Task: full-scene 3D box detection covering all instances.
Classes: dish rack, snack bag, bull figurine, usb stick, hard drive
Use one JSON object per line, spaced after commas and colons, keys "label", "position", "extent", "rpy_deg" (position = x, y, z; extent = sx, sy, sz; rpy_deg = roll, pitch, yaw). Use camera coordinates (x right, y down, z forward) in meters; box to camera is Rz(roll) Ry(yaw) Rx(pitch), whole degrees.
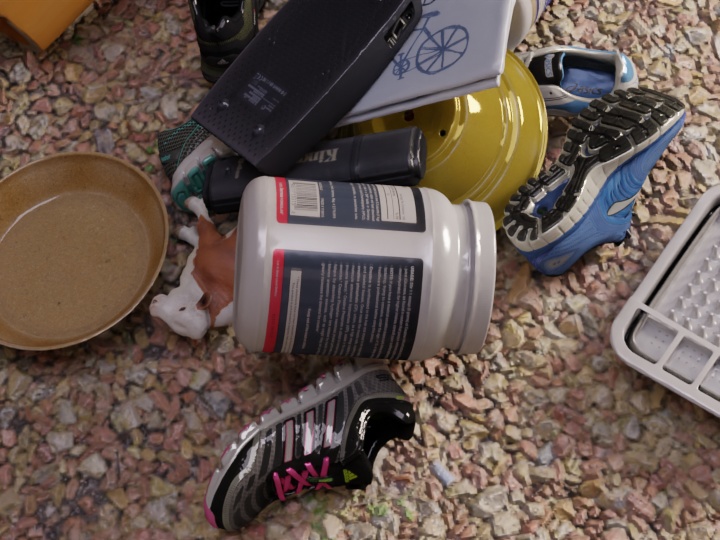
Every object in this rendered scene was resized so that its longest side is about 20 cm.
{"label": "dish rack", "position": [0.320, 0.038, 1.509], "extent": [0.171, 0.044, 0.200], "rpy_deg": [29, 68, 21]}
{"label": "snack bag", "position": [0.054, -0.216, 1.533], "extent": [0.187, 0.021, 0.201], "rpy_deg": [-13, 50, 34]}
{"label": "bull figurine", "position": [-0.099, -0.019, 1.568], "extent": [0.199, 0.065, 0.122], "rpy_deg": [-26, 60, -9]}
{"label": "usb stick", "position": [-0.038, -0.083, 1.521], "extent": [0.198, 0.033, 0.056], "rpy_deg": [-8, 57, 21]}
{"label": "hard drive", "position": [-0.042, -0.174, 1.532], "extent": [0.200, 0.042, 0.135], "rpy_deg": [-49, 40, -4]}

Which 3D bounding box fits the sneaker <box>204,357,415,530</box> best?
{"label": "sneaker", "position": [-0.034, 0.149, 1.463], "extent": [0.199, 0.074, 0.087], "rpy_deg": [-37, 58, -20]}

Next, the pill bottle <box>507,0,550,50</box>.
{"label": "pill bottle", "position": [0.140, -0.300, 1.663], "extent": [0.119, 0.120, 0.200], "rpy_deg": [24, 53, 17]}

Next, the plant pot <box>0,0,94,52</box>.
{"label": "plant pot", "position": [-0.299, -0.313, 1.692], "extent": [0.199, 0.200, 0.184], "rpy_deg": [29, 83, 20]}

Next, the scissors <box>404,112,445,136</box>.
{"label": "scissors", "position": [0.033, -0.117, 1.638], "extent": [0.199, 0.014, 0.073], "rpy_deg": [-29, 64, -12]}

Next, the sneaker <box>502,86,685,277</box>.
{"label": "sneaker", "position": [0.206, -0.075, 1.558], "extent": [0.200, 0.089, 0.078], "rpy_deg": [-44, 47, -12]}

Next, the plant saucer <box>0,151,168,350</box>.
{"label": "plant saucer", "position": [-0.258, -0.012, 1.589], "extent": [0.198, 0.036, 0.202], "rpy_deg": [-6, 59, 10]}

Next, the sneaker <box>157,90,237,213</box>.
{"label": "sneaker", "position": [-0.101, -0.142, 1.628], "extent": [0.199, 0.078, 0.091], "rpy_deg": [-35, 52, -5]}

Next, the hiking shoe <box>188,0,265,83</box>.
{"label": "hiking shoe", "position": [-0.123, -0.278, 1.693], "extent": [0.075, 0.101, 0.201], "rpy_deg": [-6, 61, 2]}

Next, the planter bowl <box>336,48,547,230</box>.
{"label": "planter bowl", "position": [0.054, -0.122, 1.559], "extent": [0.199, 0.083, 0.202], "rpy_deg": [-6, 75, 22]}

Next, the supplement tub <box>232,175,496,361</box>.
{"label": "supplement tub", "position": [0.000, 0.000, 1.461], "extent": [0.198, 0.141, 0.141], "rpy_deg": [4, 61, -7]}

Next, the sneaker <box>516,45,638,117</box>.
{"label": "sneaker", "position": [0.145, -0.168, 1.609], "extent": [0.198, 0.073, 0.072], "rpy_deg": [-3, 62, 8]}
